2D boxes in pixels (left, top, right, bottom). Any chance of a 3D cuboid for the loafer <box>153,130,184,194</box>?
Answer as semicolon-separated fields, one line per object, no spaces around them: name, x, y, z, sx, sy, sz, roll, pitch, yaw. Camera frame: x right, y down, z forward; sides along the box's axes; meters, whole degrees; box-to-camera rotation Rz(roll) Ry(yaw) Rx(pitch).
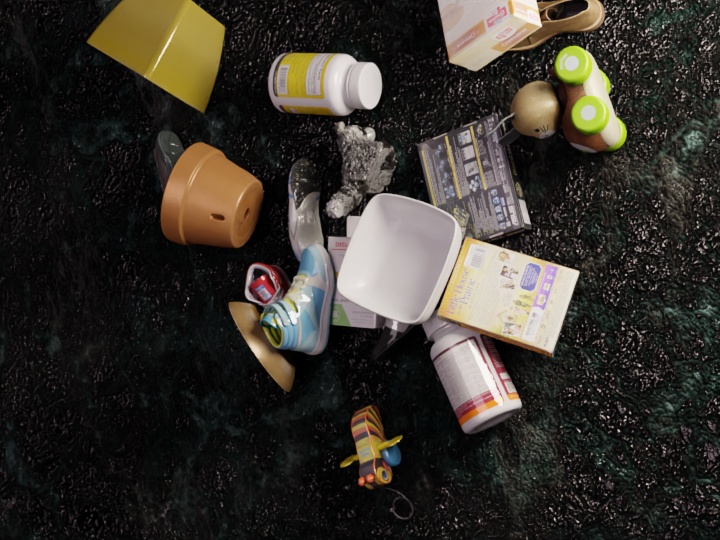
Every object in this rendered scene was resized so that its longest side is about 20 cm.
loafer;-0.390;-0.193;1.989;0.063;0.071;0.203;-39;61;45

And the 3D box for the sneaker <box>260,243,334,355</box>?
sneaker;-0.118;0.049;1.699;0.079;0.129;0.204;-4;84;52

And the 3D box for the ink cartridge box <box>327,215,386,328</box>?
ink cartridge box;0.000;0.000;1.731;0.115;0.067;0.204;2;90;32

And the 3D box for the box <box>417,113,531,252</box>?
box;0.194;-0.145;1.628;0.159;0.049;0.204;-18;79;28

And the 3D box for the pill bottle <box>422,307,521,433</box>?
pill bottle;0.182;0.160;1.588;0.109;0.109;0.203;-33;69;26

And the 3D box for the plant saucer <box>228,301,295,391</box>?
plant saucer;-0.175;0.133;1.775;0.035;0.200;0.202;-34;70;1

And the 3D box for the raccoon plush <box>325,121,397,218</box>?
raccoon plush;-0.030;-0.193;1.701;0.133;0.199;0.098;29;136;29

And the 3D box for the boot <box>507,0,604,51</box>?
boot;0.294;-0.414;1.560;0.197;0.075;0.075;-7;88;33

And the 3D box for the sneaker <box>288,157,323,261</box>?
sneaker;-0.110;-0.113;1.807;0.072;0.071;0.204;-25;66;59

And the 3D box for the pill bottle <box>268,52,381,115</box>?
pill bottle;-0.064;-0.345;1.757;0.197;0.111;0.114;10;93;31

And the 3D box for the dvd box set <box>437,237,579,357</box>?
dvd box set;0.240;0.042;1.546;0.197;0.029;0.148;17;71;17

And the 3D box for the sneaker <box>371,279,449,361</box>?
sneaker;0.078;0.071;1.682;0.201;0.074;0.089;-49;66;10

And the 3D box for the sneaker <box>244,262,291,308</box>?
sneaker;-0.150;0.070;1.792;0.071;0.112;0.201;-38;70;12

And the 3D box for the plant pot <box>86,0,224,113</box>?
plant pot;-0.393;-0.467;1.927;0.199;0.199;0.178;33;94;28

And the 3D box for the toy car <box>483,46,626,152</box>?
toy car;0.295;-0.238;1.491;0.197;0.164;0.161;-21;77;24

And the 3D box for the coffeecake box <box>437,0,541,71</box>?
coffeecake box;0.205;-0.463;1.577;0.153;0.072;0.204;-27;65;46

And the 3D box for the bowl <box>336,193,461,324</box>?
bowl;0.074;-0.016;1.609;0.198;0.074;0.203;21;88;34

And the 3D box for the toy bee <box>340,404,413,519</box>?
toy bee;0.030;0.338;1.680;0.131;0.108;0.201;-49;66;19

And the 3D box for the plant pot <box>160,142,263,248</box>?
plant pot;-0.279;-0.131;1.850;0.138;0.200;0.204;19;99;12
